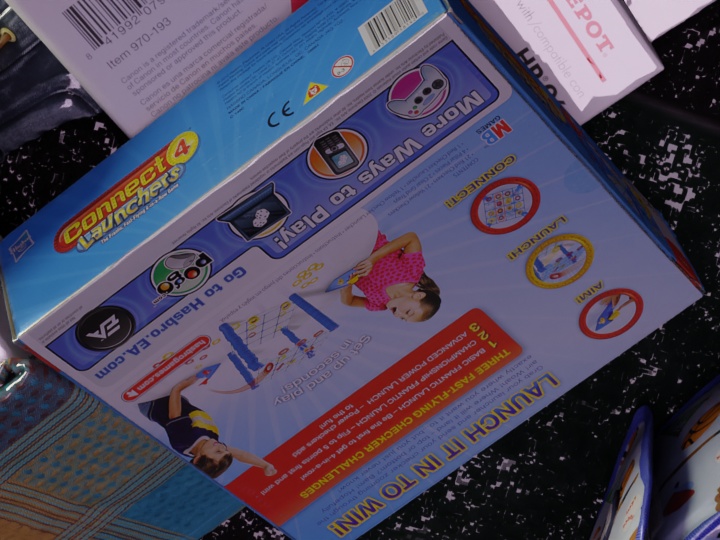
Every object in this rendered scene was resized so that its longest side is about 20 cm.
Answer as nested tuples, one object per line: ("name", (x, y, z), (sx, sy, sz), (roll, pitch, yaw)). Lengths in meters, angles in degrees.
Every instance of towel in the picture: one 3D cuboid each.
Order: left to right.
("towel", (-0.134, 0.099, 0.865), (0.147, 0.200, 0.022), (-37, 61, 11))

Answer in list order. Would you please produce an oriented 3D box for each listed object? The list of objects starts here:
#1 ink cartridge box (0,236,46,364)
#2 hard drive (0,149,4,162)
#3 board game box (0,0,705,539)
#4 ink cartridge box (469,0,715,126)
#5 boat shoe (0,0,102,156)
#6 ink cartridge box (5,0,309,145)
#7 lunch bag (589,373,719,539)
("ink cartridge box", (-0.234, -0.001, 0.842), (0.145, 0.084, 0.200), (-35, 97, 10))
("hard drive", (-0.251, -0.034, 0.776), (0.200, 0.033, 0.140), (-38, 95, 10))
("board game box", (0.000, 0.000, 0.813), (0.200, 0.056, 0.196), (-36, 133, 13))
("ink cartridge box", (0.042, -0.100, 0.859), (0.200, 0.068, 0.116), (-34, 100, 10))
("boat shoe", (-0.096, -0.131, 0.867), (0.200, 0.071, 0.091), (-31, 105, 13))
("ink cartridge box", (-0.086, -0.164, 0.760), (0.145, 0.083, 0.200), (-37, 124, 5))
("lunch bag", (0.166, 0.103, 0.844), (0.200, 0.170, 0.124), (-41, 94, 12))
